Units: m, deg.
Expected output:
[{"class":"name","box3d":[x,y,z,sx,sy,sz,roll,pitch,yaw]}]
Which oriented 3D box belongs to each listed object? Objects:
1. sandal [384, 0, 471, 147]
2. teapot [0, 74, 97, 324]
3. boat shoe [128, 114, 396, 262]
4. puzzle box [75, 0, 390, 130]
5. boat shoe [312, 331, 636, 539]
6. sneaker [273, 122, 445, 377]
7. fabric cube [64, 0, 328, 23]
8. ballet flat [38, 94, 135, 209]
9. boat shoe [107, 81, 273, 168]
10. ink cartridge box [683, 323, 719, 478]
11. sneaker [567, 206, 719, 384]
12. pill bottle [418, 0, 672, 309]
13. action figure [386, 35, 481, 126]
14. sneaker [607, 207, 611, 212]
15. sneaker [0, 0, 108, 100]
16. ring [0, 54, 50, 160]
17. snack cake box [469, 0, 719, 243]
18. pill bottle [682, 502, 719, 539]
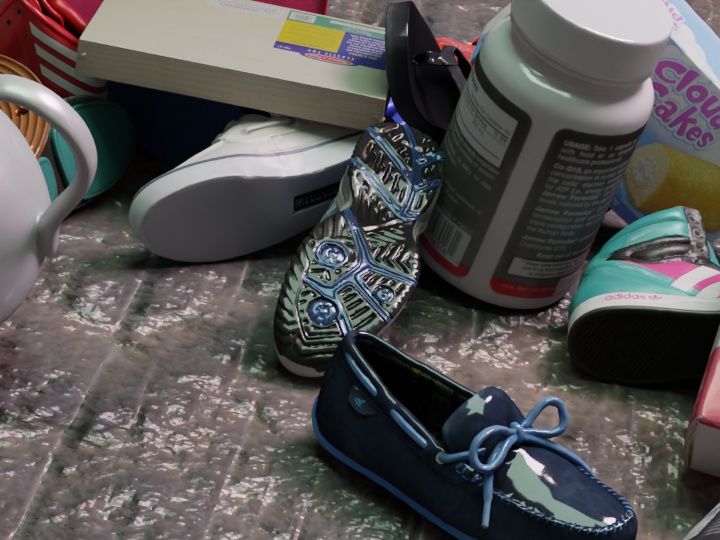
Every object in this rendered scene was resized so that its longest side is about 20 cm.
[{"class":"sandal","box3d":[0.060,-0.112,1.708,0.043,0.200,0.077,-10,60,18]},{"class":"teapot","box3d":[-0.266,-0.047,1.428,0.199,0.147,0.197,-33,44,-17]},{"class":"boat shoe","box3d":[-0.061,-0.064,1.658,0.199,0.071,0.070,-18,46,-23]},{"class":"puzzle box","box3d":[-0.074,-0.140,1.697,0.198,0.026,0.133,12,24,3]},{"class":"boat shoe","box3d":[0.056,0.095,1.395,0.199,0.069,0.084,23,28,24]},{"class":"sneaker","box3d":[0.000,0.000,1.589,0.075,0.077,0.200,25,46,5]},{"class":"fabric cube","box3d":[-0.111,-0.258,1.858,0.195,0.202,0.199,9,5,-2]},{"class":"ballet flat","box3d":[-0.208,-0.061,1.642,0.072,0.073,0.200,17,26,13]},{"class":"boat shoe","box3d":[-0.129,-0.122,1.772,0.199,0.085,0.068,28,27,28]},{"class":"ink cartridge box","box3d":[0.279,0.030,1.489,0.145,0.083,0.201,16,67,11]},{"class":"sneaker","box3d":[0.224,0.020,1.619,0.198,0.084,0.121,8,35,-3]},{"class":"pill bottle","box3d":[0.114,-0.086,1.631,0.113,0.201,0.114,15,34,-11]},{"class":"action figure","box3d":[0.029,-0.088,1.795,0.065,0.099,0.200,30,54,30]},{"class":"sneaker","box3d":[0.155,-0.094,1.853,0.091,0.078,0.200,27,29,-2]},{"class":"sneaker","box3d":[-0.258,-0.144,1.728,0.198,0.116,0.078,11,25,-2]},{"class":"ring","box3d":[-0.277,-0.062,1.577,0.199,0.019,0.201,-13,41,11]},{"class":"snack cake box","box3d":[0.183,-0.113,1.719,0.200,0.115,0.067,45,29,-11]},{"class":"pill bottle","box3d":[0.197,0.164,1.278,0.106,0.107,0.200,21,28,22]}]
